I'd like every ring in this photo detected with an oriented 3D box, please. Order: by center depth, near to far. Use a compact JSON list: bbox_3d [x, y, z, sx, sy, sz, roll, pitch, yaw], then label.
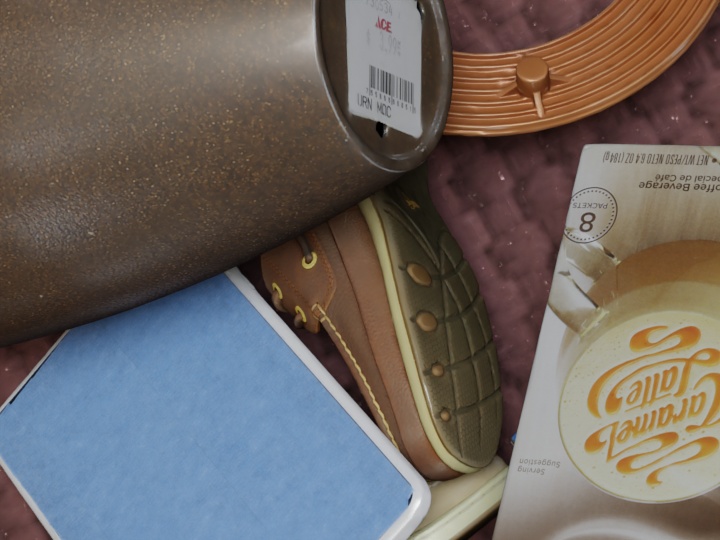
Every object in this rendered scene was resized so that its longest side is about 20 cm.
[{"bbox_3d":[0.051,-0.144,0.943,0.200,0.019,0.201,-3,62,6],"label":"ring"}]

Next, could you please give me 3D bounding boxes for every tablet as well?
[{"bbox_3d":[-0.065,0.075,0.919,0.130,0.014,0.200,-49,49,6],"label":"tablet"}]

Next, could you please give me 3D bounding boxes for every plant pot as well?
[{"bbox_3d":[-0.073,-0.070,0.870,0.200,0.187,0.187,-6,82,32],"label":"plant pot"}]

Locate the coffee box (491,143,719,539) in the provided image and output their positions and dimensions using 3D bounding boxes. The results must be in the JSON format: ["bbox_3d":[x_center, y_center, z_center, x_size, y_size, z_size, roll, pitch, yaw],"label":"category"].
[{"bbox_3d":[0.123,0.061,0.843,0.114,0.080,0.200,2,67,31],"label":"coffee box"}]

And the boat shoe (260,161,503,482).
[{"bbox_3d":[0.000,0.000,0.935,0.068,0.072,0.200,-31,61,22],"label":"boat shoe"}]

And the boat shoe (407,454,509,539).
[{"bbox_3d":[-0.032,0.112,0.935,0.200,0.072,0.065,-27,81,10],"label":"boat shoe"}]

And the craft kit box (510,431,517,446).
[{"bbox_3d":[0.191,0.062,0.882,0.200,0.049,0.198,-44,52,2],"label":"craft kit box"}]
